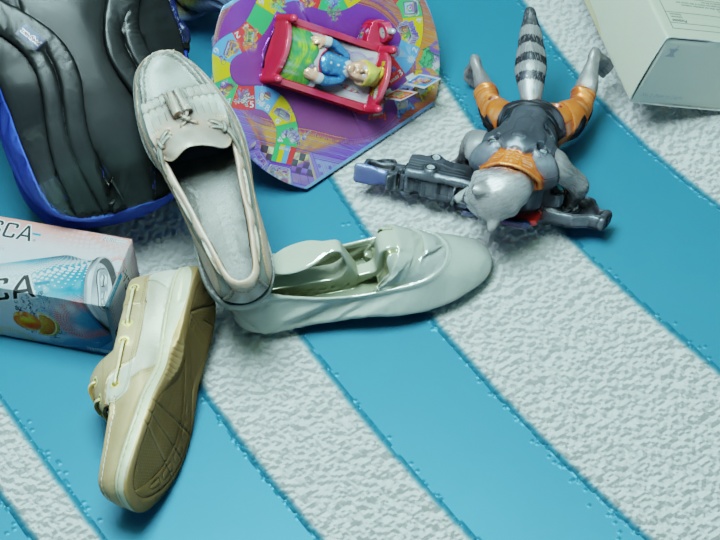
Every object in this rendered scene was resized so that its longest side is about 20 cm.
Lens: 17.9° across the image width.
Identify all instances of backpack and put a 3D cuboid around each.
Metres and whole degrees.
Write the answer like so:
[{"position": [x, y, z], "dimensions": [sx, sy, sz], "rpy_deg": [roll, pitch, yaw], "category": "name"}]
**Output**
[{"position": [-0.202, -0.133, 1.739], "dimensions": [0.162, 0.168, 0.200], "rpy_deg": [-21, 87, -11], "category": "backpack"}]

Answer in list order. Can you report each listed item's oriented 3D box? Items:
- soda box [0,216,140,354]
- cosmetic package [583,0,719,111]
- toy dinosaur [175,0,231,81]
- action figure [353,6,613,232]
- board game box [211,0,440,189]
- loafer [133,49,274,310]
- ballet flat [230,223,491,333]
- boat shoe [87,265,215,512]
[{"position": [-0.268, 0.004, 1.696], "dimensions": [0.200, 0.064, 0.068], "rpy_deg": [9, 53, 12], "category": "soda box"}, {"position": [0.237, -0.224, 1.811], "dimensions": [0.103, 0.073, 0.200], "rpy_deg": [4, 48, -25], "category": "cosmetic package"}, {"position": [-0.121, -0.240, 1.826], "dimensions": [0.181, 0.105, 0.200], "rpy_deg": [-5, 49, 18], "category": "toy dinosaur"}, {"position": [0.098, -0.106, 1.733], "dimensions": [0.200, 0.105, 0.194], "rpy_deg": [7, 42, 6], "category": "action figure"}, {"position": [-0.017, -0.163, 1.753], "dimensions": [0.200, 0.158, 0.039], "rpy_deg": [-34, 19, -23], "category": "board game box"}, {"position": [-0.109, -0.071, 1.630], "dimensions": [0.072, 0.063, 0.200], "rpy_deg": [-20, 81, -7], "category": "loafer"}, {"position": [0.000, 0.000, 1.677], "dimensions": [0.200, 0.069, 0.070], "rpy_deg": [-11, 52, -5], "category": "ballet flat"}, {"position": [-0.158, 0.084, 1.626], "dimensions": [0.069, 0.074, 0.200], "rpy_deg": [-1, 50, 19], "category": "boat shoe"}]
